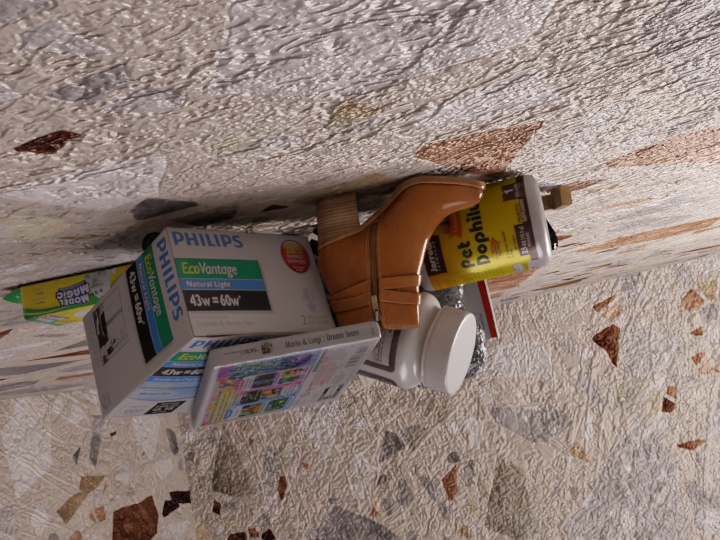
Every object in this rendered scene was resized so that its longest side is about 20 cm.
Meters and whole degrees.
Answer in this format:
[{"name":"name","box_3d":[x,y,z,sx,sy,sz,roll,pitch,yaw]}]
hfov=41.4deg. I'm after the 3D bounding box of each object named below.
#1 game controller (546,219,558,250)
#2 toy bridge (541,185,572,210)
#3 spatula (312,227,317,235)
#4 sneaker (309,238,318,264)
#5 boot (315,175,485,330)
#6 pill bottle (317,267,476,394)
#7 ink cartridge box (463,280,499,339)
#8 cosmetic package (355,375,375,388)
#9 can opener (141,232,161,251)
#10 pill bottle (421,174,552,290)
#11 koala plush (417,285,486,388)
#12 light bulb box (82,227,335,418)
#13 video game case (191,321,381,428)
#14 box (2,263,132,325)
[{"name":"game controller","box_3d":[0.207,-0.048,1.283,0.102,0.043,0.200,-11,-171,8]},{"name":"toy bridge","box_3d":[0.175,-0.078,1.247,0.196,0.028,0.067,-10,174,-13]},{"name":"spatula","box_3d":[0.028,-0.054,1.236,0.197,0.021,0.056,-6,175,-29]},{"name":"sneaker","box_3d":[-0.108,0.018,1.240,0.196,0.079,0.091,-4,130,13]},{"name":"boot","box_3d":[0.052,-0.015,1.040,0.196,0.158,0.074,-12,172,10]},{"name":"pill bottle","box_3d":[0.028,0.071,1.118,0.197,0.116,0.113,15,-177,22]},{"name":"ink cartridge box","box_3d":[0.167,0.026,1.422,0.046,0.163,0.200,-14,178,7]},{"name":"cosmetic package","box_3d":[0.060,0.083,1.493,0.198,0.073,0.104,-33,140,-8]},{"name":"can opener","box_3d":[-0.186,-0.018,1.111,0.063,0.080,0.199,27,-172,28]},{"name":"pill bottle","box_3d":[0.123,-0.040,1.134,0.196,0.111,0.109,-13,172,13]},{"name":"koala plush","box_3d":[0.097,0.042,1.335,0.181,0.202,0.179,18,137,-2]},{"name":"light bulb box","box_3d":[-0.167,0.060,1.046,0.196,0.127,0.199,2,150,-44]},{"name":"video game case","box_3d":[-0.086,0.116,1.035,0.179,0.024,0.201,-9,157,-20]},{"name":"box","box_3d":[-0.353,0.034,1.249,0.196,0.049,0.117,-10,172,4]}]
